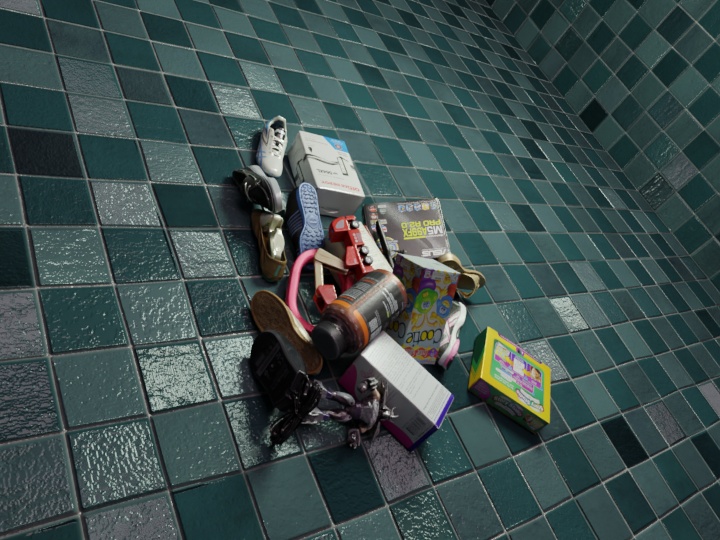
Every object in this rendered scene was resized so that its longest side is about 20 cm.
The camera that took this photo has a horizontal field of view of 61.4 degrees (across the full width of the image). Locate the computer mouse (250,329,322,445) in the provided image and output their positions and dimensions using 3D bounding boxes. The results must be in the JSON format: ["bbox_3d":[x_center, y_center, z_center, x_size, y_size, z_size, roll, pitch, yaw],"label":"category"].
[{"bbox_3d":[-0.134,0.192,1.070,0.052,0.139,0.201,22,25,-47],"label":"computer mouse"}]

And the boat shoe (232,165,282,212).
[{"bbox_3d":[-0.231,-0.176,1.342,0.070,0.074,0.200,-14,30,-25],"label":"boat shoe"}]

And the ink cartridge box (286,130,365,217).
[{"bbox_3d":[-0.088,-0.240,1.526,0.143,0.085,0.203,6,49,-35],"label":"ink cartridge box"}]

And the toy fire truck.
[{"bbox_3d":[-0.047,-0.017,1.266,0.138,0.049,0.203,-9,63,-22],"label":"toy fire truck"}]

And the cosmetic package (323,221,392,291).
[{"bbox_3d":[0.000,0.000,1.366,0.102,0.088,0.202,-13,63,-41],"label":"cosmetic package"}]

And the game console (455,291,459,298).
[{"bbox_3d":[0.140,0.014,1.522,0.174,0.117,0.201,-31,72,-18],"label":"game console"}]

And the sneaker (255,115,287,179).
[{"bbox_3d":[-0.215,-0.308,1.500,0.071,0.073,0.203,19,45,-25],"label":"sneaker"}]

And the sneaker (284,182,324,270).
[{"bbox_3d":[-0.131,-0.092,1.373,0.069,0.077,0.205,8,69,-35],"label":"sneaker"}]

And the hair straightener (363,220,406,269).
[{"bbox_3d":[0.078,-0.029,1.399,0.076,0.041,0.203,-22,70,-15],"label":"hair straightener"}]

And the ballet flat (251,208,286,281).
[{"bbox_3d":[-0.190,-0.073,1.295,0.067,0.073,0.203,12,46,-29],"label":"ballet flat"}]

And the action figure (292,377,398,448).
[{"bbox_3d":[-0.023,0.252,1.103,0.195,0.069,0.133,12,89,-14],"label":"action figure"}]

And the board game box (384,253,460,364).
[{"bbox_3d":[0.116,0.081,1.275,0.101,0.205,0.104,7,13,-33],"label":"board game box"}]

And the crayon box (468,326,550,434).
[{"bbox_3d":[0.355,0.256,1.432,0.198,0.058,0.174,33,40,-8],"label":"crayon box"}]

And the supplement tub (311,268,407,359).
[{"bbox_3d":[-0.004,0.086,1.165,0.107,0.107,0.199,46,51,10],"label":"supplement tub"}]

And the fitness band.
[{"bbox_3d":[-0.085,0.048,1.267,0.141,0.038,0.204,16,55,-16],"label":"fitness band"}]

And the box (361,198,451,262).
[{"bbox_3d":[0.110,-0.089,1.477,0.195,0.044,0.164,-5,66,-8],"label":"box"}]

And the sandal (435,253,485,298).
[{"bbox_3d":[0.250,0.034,1.488,0.211,0.077,0.071,33,38,-47],"label":"sandal"}]

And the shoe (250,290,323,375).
[{"bbox_3d":[-0.143,0.124,1.170,0.070,0.053,0.201,-39,74,-6],"label":"shoe"}]

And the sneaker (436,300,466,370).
[{"bbox_3d":[0.189,0.131,1.406,0.085,0.081,0.201,25,34,0],"label":"sneaker"}]

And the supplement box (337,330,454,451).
[{"bbox_3d":[0.069,0.233,1.190,0.199,0.102,0.103,42,38,3],"label":"supplement box"}]
